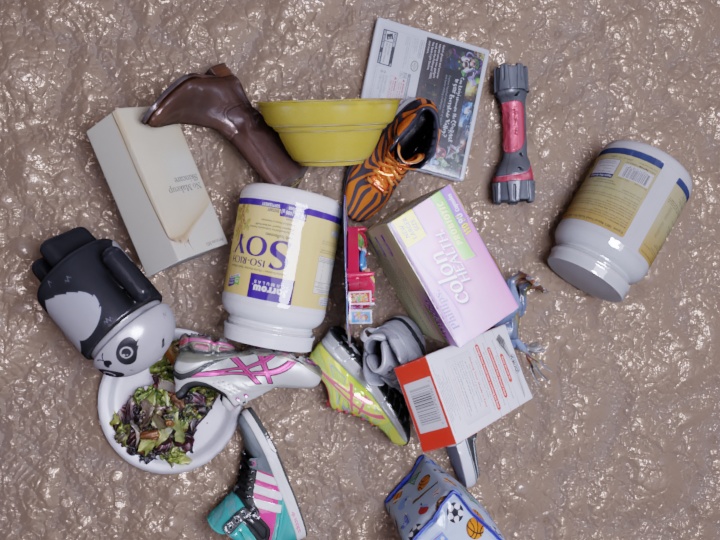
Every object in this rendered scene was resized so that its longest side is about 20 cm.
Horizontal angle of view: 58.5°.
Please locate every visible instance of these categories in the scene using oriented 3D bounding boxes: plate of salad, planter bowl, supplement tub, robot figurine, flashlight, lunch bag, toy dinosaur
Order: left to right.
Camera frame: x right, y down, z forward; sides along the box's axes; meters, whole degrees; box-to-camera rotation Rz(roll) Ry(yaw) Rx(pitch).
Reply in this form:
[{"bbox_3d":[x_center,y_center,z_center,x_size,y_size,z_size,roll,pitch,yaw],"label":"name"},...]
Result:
[{"bbox_3d":[-0.331,0.043,0.828,0.124,0.150,0.201,-41,88,-14],"label":"robot figurine"},{"bbox_3d":[-0.263,0.183,0.889,0.195,0.048,0.205,0,91,-10],"label":"plate of salad"},{"bbox_3d":[-0.107,-0.003,0.864,0.142,0.145,0.205,10,88,-9],"label":"supplement tub"},{"bbox_3d":[-0.040,-0.184,0.855,0.196,0.201,0.085,-3,105,-9],"label":"planter bowl"},{"bbox_3d":[0.141,0.385,0.897,0.200,0.170,0.124,43,87,-8],"label":"lunch bag"},{"bbox_3d":[0.218,0.095,0.976,0.199,0.105,0.183,36,96,27],"label":"toy dinosaur"},{"bbox_3d":[0.225,-0.202,0.959,0.066,0.068,0.205,-4,92,-14],"label":"flashlight"},{"bbox_3d":[0.377,-0.071,0.947,0.143,0.144,0.202,33,85,-8],"label":"supplement tub"}]

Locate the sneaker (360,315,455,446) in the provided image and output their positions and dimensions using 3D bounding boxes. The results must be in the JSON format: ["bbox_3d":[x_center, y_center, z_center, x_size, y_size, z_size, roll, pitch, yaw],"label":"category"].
[{"bbox_3d":[0.068,0.157,0.884,0.075,0.114,0.202,-38,71,26],"label":"sneaker"}]

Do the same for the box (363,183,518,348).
[{"bbox_3d":[0.098,-0.006,0.872,0.096,0.200,0.178,-31,94,-7],"label":"box"}]

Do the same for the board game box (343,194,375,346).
[{"bbox_3d":[0.000,0.000,0.874,0.038,0.158,0.205,-1,90,1],"label":"board game box"}]

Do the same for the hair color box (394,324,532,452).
[{"bbox_3d":[0.142,0.151,0.857,0.198,0.063,0.113,-11,78,-47],"label":"hair color box"}]

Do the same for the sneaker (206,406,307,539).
[{"bbox_3d":[-0.162,0.304,0.893,0.119,0.083,0.204,-22,95,-18],"label":"sneaker"}]

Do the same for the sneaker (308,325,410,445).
[{"bbox_3d":[-0.004,0.179,0.926,0.090,0.078,0.201,-38,96,13],"label":"sneaker"}]

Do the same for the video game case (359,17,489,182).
[{"bbox_3d":[0.088,-0.252,0.959,0.178,0.023,0.205,13,88,-9],"label":"video game case"}]

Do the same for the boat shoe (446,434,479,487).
[{"bbox_3d":[0.150,0.217,0.950,0.055,0.069,0.204,-14,91,-9],"label":"boat shoe"}]

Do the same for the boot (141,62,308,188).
[{"bbox_3d":[-0.167,-0.169,0.859,0.201,0.064,0.187,50,44,-8],"label":"boot"}]

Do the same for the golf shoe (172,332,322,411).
[{"bbox_3d":[-0.150,0.144,0.860,0.195,0.073,0.094,9,74,-7],"label":"golf shoe"}]

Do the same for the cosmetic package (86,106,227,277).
[{"bbox_3d":[-0.266,-0.107,0.850,0.072,0.103,0.203,-20,95,32],"label":"cosmetic package"}]

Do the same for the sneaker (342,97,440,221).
[{"bbox_3d":[0.039,-0.147,0.885,0.077,0.112,0.202,28,106,-14],"label":"sneaker"}]
